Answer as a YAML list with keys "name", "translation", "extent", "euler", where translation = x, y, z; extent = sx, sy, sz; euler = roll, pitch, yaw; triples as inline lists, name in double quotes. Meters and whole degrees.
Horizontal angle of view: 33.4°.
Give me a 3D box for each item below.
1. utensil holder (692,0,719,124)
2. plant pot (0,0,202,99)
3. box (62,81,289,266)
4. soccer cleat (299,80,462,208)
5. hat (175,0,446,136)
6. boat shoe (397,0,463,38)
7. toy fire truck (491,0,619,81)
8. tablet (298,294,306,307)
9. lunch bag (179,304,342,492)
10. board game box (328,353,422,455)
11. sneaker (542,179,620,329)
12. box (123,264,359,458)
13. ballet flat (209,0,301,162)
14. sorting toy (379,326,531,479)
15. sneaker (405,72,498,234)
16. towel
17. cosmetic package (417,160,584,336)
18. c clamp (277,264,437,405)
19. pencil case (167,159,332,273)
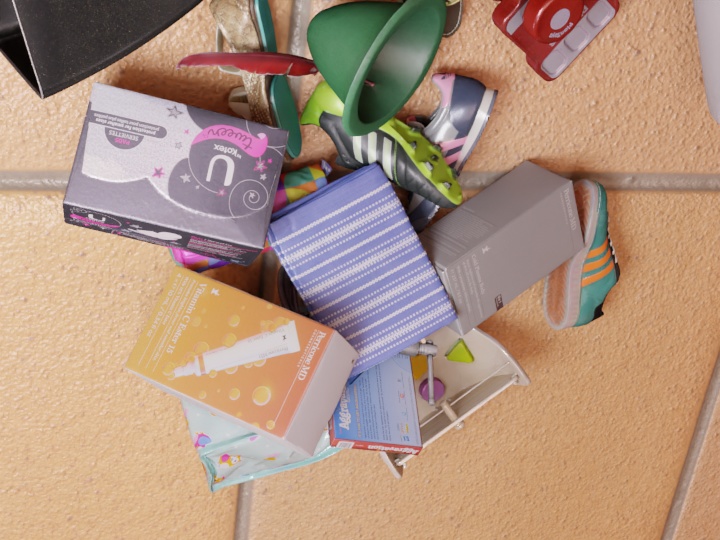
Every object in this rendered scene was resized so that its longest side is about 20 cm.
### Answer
- name: "utensil holder"
  translation: [0.458, -0.277, 1.336]
  extent: [0.170, 0.170, 0.200]
  euler: [-22, 125, -5]
- name: "plant pot"
  translation: [-0.257, -0.298, 1.088]
  extent: [0.177, 0.200, 0.200]
  euler: [-22, 123, -20]
- name: "box"
  translation: [-0.186, -0.095, 1.210]
  extent: [0.200, 0.115, 0.132]
  euler: [14, 79, -12]
- name: "soccer cleat"
  translation: [0.024, -0.129, 1.308]
  extent: [0.200, 0.068, 0.081]
  euler: [40, 124, -3]
- name: "hat"
  translation: [-0.036, -0.245, 1.210]
  extent: [0.176, 0.200, 0.166]
  euler: [34, 118, 16]
- name: "boat shoe"
  translation: [0.077, -0.303, 1.219]
  extent: [0.072, 0.060, 0.202]
  euler: [-50, 151, -16]
- name: "toy fire truck"
  translation: [0.232, -0.312, 1.289]
  extent: [0.200, 0.112, 0.168]
  euler: [-48, 145, 12]
- name: "tablet"
  translation: [0.009, 0.066, 1.471]
  extent: [0.130, 0.014, 0.200]
  euler: [-30, 123, 0]
- name: "lunch bag"
  translation: [-0.103, 0.137, 1.372]
  extent: [0.200, 0.170, 0.122]
  euler: [-17, 143, -7]
- name: "board game box"
  translation: [0.009, 0.113, 1.348]
  extent: [0.103, 0.200, 0.019]
  euler: [9, 139, -18]
- name: "sneaker"
  translation: [0.281, -0.022, 1.481]
  extent: [0.080, 0.071, 0.200]
  euler: [-8, 121, -27]
- name: "box"
  translation: [-0.123, 0.095, 1.257]
  extent: [0.124, 0.200, 0.097]
  euler: [-65, 158, -12]
- name: "ballet flat"
  translation: [-0.113, -0.205, 1.261]
  extent: [0.065, 0.071, 0.200]
  euler: [-4, 120, 15]
- name: "sorting toy"
  translation: [0.069, 0.115, 1.458]
  extent: [0.200, 0.107, 0.180]
  euler: [-35, 104, -4]
- name: "sneaker"
  translation: [0.079, -0.133, 1.362]
  extent: [0.082, 0.070, 0.200]
  euler: [26, 111, -3]
- name: "towel"
  translation: [0.000, 0.000, 1.296]
  extent: [0.145, 0.024, 0.200]
  euler: [-29, 103, -4]
- name: "cosmetic package"
  translation: [0.157, -0.028, 1.389]
  extent: [0.200, 0.090, 0.107]
  euler: [-34, 129, -17]
- name: "c clamp"
  translation: [-0.002, 0.055, 1.361]
  extent: [0.200, 0.171, 0.027]
  euler: [16, 137, -11]
- name: "pencil case"
  translation: [-0.117, -0.056, 1.320]
  extent: [0.200, 0.088, 0.088]
  euler: [-18, 122, -6]
